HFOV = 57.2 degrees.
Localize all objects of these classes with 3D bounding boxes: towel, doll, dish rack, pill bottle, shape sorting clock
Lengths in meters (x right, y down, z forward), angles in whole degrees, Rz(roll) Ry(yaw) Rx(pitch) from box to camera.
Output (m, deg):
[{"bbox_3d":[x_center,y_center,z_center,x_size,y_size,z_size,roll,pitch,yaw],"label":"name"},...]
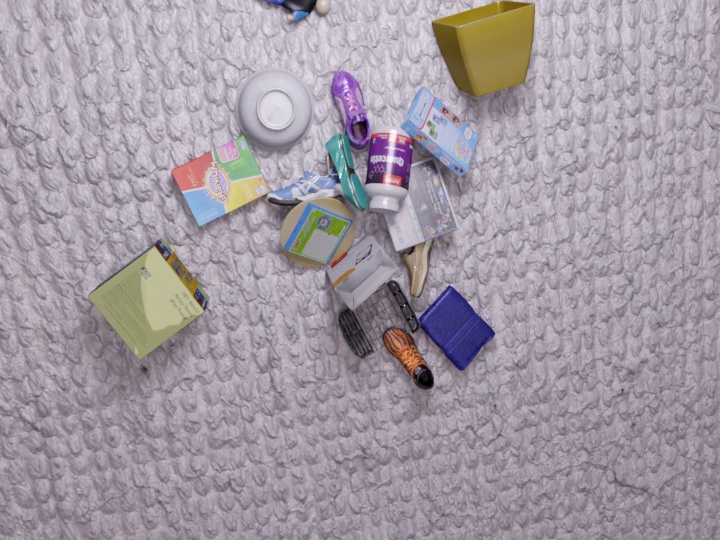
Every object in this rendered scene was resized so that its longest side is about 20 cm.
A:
[{"bbox_3d":[0.262,0.159,1.827,0.148,0.049,0.200,-45,105,-5],"label":"towel"},{"bbox_3d":[-0.162,-0.667,1.571,0.196,0.048,0.139,19,99,-13],"label":"doll"},{"bbox_3d":[0.045,0.134,1.757,0.198,0.055,0.155,-30,82,3],"label":"dish rack"},{"bbox_3d":[0.070,-0.249,1.647,0.110,0.112,0.205,7,86,-11],"label":"pill bottle"},{"bbox_3d":[-0.109,-0.097,1.685,0.196,0.039,0.203,-12,129,-15],"label":"shape sorting clock"}]

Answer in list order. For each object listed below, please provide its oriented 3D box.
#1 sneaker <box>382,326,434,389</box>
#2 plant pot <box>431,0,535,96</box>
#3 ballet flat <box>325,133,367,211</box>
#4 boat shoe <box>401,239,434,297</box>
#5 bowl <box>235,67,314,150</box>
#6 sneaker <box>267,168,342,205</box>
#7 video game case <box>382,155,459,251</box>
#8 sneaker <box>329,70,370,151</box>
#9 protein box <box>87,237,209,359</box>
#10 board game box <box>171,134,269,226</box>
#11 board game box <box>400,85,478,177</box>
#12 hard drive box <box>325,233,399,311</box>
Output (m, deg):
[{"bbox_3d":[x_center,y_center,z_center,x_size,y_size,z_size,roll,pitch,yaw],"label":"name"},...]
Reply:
[{"bbox_3d":[0.140,0.240,1.786,0.077,0.112,0.200,-42,105,1],"label":"sneaker"},{"bbox_3d":[0.307,-0.539,1.614,0.196,0.201,0.179,-17,117,-5],"label":"plant pot"},{"bbox_3d":[-0.041,-0.236,1.638,0.069,0.067,0.204,-18,88,25],"label":"ballet flat"},{"bbox_3d":[0.145,-0.032,1.755,0.075,0.072,0.205,10,89,-8],"label":"boat shoe"},{"bbox_3d":[-0.206,-0.392,1.602,0.196,0.090,0.206,-2,102,-9],"label":"bowl"},{"bbox_3d":[-0.142,-0.208,1.668,0.196,0.076,0.079,-12,98,-17],"label":"sneaker"},{"bbox_3d":[0.142,-0.173,1.715,0.179,0.023,0.204,-19,87,-4],"label":"video game case"},{"bbox_3d":[-0.017,-0.395,1.635,0.079,0.089,0.204,-18,103,-4],"label":"sneaker"},{"bbox_3d":[-0.515,0.066,1.625,0.199,0.135,0.200,-36,105,0],"label":"protein box"},{"bbox_3d":[-0.345,-0.223,1.640,0.197,0.040,0.155,-27,105,-3],"label":"board game box"},{"bbox_3d":[0.204,-0.350,1.661,0.199,0.153,0.036,37,139,-14],"label":"board game box"},{"bbox_3d":[0.000,0.000,1.665,0.155,0.200,0.077,-41,105,1],"label":"hard drive box"}]
